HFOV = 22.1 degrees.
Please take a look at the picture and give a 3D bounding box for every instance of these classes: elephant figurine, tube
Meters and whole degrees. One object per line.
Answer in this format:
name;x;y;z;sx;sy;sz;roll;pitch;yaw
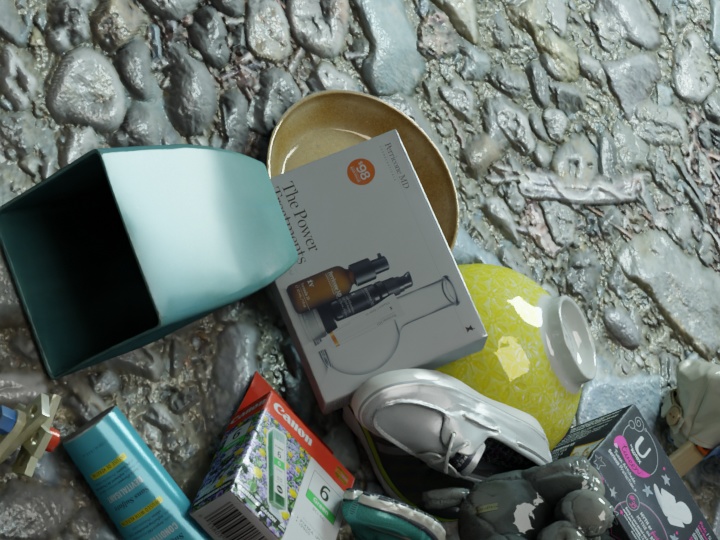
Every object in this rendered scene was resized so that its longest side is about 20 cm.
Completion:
elephant figurine;0.168;0.257;1.536;0.200;0.141;0.156;60;1;-45
tube;-0.154;0.200;1.428;0.201;0.077;0.050;55;15;-6

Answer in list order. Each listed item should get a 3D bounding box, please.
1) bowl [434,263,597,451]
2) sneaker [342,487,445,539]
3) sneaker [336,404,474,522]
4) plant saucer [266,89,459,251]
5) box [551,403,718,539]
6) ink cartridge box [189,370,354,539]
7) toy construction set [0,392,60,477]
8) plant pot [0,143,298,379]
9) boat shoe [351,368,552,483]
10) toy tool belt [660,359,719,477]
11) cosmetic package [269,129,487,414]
bowl;0.150;0.077;1.664;0.200;0.107;0.201;47;32;-43
sneaker;0.030;0.245;1.514;0.080;0.077;0.200;-61;148;-27
sneaker;0.042;0.137;1.609;0.200;0.081;0.074;52;48;-12
plant saucer;-0.003;-0.067;1.671;0.199;0.035;0.201;14;60;-26
box;0.234;0.247;1.697;0.115;0.132;0.201;-39;100;-47
ink cartridge box;-0.061;0.163;1.490;0.109;0.050;0.200;47;30;-16
toy construction set;-0.315;0.114;1.306;0.199;0.092;0.132;20;59;-22
plant pot;-0.157;-0.020;1.468;0.199;0.141;0.142;-16;83;-50
boat shoe;0.082;0.143;1.540;0.199;0.072;0.069;27;25;-34
toy tool belt;0.398;0.171;1.904;0.199;0.125;0.124;16;94;-33
cosmetic package;0.000;0.000;1.562;0.150;0.052;0.201;-22;76;-10
